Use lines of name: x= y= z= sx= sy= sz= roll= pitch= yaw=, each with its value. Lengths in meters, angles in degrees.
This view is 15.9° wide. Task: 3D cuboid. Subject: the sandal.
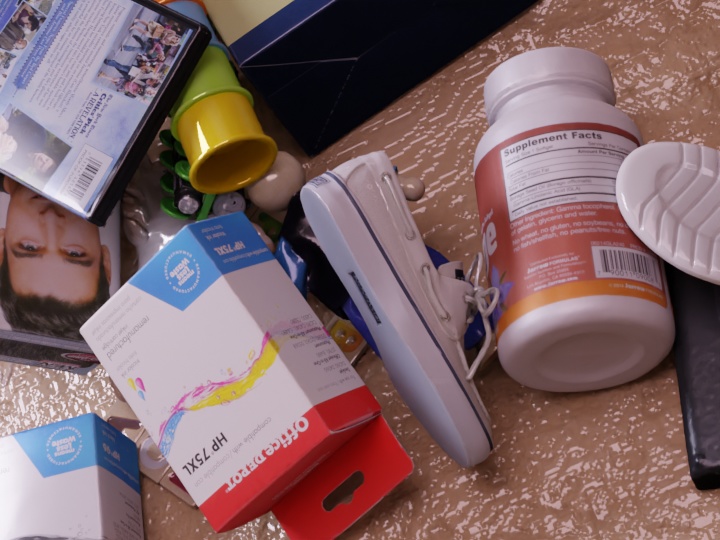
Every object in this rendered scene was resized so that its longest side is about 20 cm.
sandal: x=0.245 y=-0.011 z=1.558 sx=0.202 sy=0.050 sz=0.083 roll=25 pitch=65 yaw=12

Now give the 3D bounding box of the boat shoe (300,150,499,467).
boat shoe: x=0.046 y=0.017 z=1.583 sx=0.086 sy=0.075 sz=0.203 roll=-30 pitch=93 yaw=-17

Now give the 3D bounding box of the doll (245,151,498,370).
doll: x=0.000 y=0.000 z=1.646 sx=0.136 sy=0.048 sz=0.200 roll=-44 pitch=82 yaw=-5

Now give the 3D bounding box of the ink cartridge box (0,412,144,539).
ink cartridge box: x=-0.200 y=0.205 z=1.651 sx=0.115 sy=0.068 sz=0.201 roll=-16 pitch=62 yaw=16

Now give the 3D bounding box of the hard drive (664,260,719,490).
hard drive: x=0.260 y=0.028 z=1.584 sx=0.139 sy=0.033 sz=0.201 roll=-12 pitch=61 yaw=15

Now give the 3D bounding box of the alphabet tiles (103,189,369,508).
alphabet tiles: x=-0.087 y=0.054 z=1.721 sx=0.167 sy=0.008 sz=0.200 roll=31 pitch=78 yaw=30

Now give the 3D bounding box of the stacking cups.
stacking cups: x=-0.112 y=-0.148 z=1.663 sx=0.060 sy=0.061 sz=0.201 roll=-26 pitch=63 yaw=7

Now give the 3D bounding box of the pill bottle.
pill bottle: x=0.130 y=-0.034 z=1.619 sx=0.111 sy=0.112 sz=0.201 roll=-14 pitch=60 yaw=14

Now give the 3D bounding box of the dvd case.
dvd case: x=-0.201 y=-0.128 z=1.662 sx=0.199 sy=0.018 sz=0.143 roll=28 pitch=85 yaw=35

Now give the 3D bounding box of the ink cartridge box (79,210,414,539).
ink cartridge box: x=-0.071 y=0.079 z=1.609 sx=0.116 sy=0.067 sz=0.200 roll=-42 pitch=77 yaw=29

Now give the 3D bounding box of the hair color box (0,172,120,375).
hair color box: x=-0.215 y=-0.039 z=1.715 sx=0.061 sy=0.098 sz=0.201 roll=-33 pitch=52 yaw=53

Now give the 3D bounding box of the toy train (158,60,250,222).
toy train: x=-0.105 y=-0.090 z=1.729 sx=0.200 sy=0.056 sz=0.042 roll=-99 pitch=29 yaw=-57

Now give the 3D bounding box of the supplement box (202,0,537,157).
supplement box: x=-0.021 y=-0.230 z=1.760 sx=0.199 sy=0.134 sz=0.200 roll=-34 pitch=58 yaw=3

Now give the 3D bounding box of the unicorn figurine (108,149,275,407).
unicorn figurine: x=-0.117 y=0.002 z=1.711 sx=0.137 sy=0.074 sz=0.201 roll=14 pitch=68 yaw=22
